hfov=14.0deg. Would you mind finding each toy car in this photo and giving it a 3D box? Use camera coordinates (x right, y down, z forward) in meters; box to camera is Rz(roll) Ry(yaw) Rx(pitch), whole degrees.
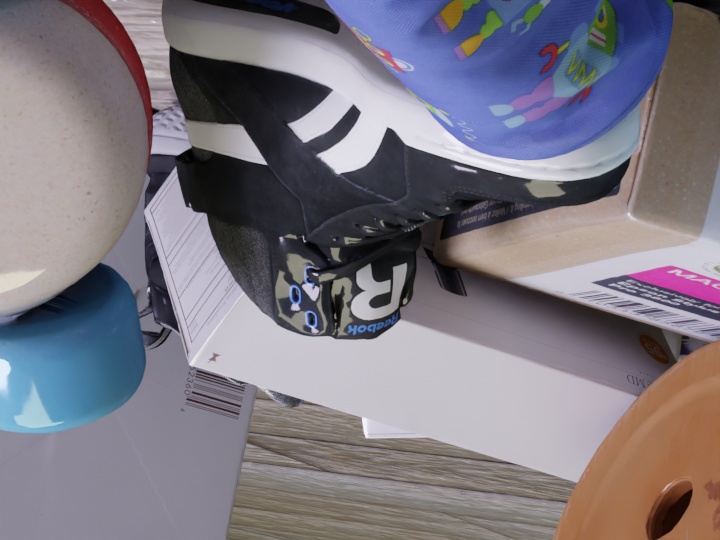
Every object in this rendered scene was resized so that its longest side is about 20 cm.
[{"bbox_3d":[-0.154,-0.071,0.939,0.177,0.185,0.200,-7,-151,0],"label":"toy car"}]

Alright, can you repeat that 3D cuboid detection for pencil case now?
[{"bbox_3d":[0.026,-0.091,0.725,0.078,0.087,0.200,46,-178,21],"label":"pencil case"}]

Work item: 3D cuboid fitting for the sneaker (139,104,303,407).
[{"bbox_3d":[0.000,0.000,1.147,0.200,0.114,0.075,7,169,22],"label":"sneaker"}]

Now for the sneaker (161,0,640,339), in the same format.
[{"bbox_3d":[0.017,-0.024,0.908,0.073,0.112,0.200,-22,-152,-31],"label":"sneaker"}]

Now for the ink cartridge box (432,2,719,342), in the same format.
[{"bbox_3d":[0.148,-0.019,0.994,0.200,0.075,0.165,16,170,-18],"label":"ink cartridge box"}]

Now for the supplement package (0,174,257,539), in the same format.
[{"bbox_3d":[-0.153,0.032,1.279,0.147,0.191,0.200,19,168,-32],"label":"supplement package"}]

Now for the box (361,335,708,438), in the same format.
[{"bbox_3d":[0.102,0.044,1.280,0.200,0.036,0.144,0,-173,3],"label":"box"}]

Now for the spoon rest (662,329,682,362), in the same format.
[{"bbox_3d":[0.082,-0.004,1.242,0.099,0.061,0.200,17,-178,-22],"label":"spoon rest"}]

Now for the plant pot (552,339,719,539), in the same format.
[{"bbox_3d":[0.157,0.114,1.020,0.140,0.200,0.200,33,163,-20],"label":"plant pot"}]

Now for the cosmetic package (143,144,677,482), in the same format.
[{"bbox_3d":[0.025,0.016,1.057,0.200,0.083,0.051,18,126,-33],"label":"cosmetic package"}]
